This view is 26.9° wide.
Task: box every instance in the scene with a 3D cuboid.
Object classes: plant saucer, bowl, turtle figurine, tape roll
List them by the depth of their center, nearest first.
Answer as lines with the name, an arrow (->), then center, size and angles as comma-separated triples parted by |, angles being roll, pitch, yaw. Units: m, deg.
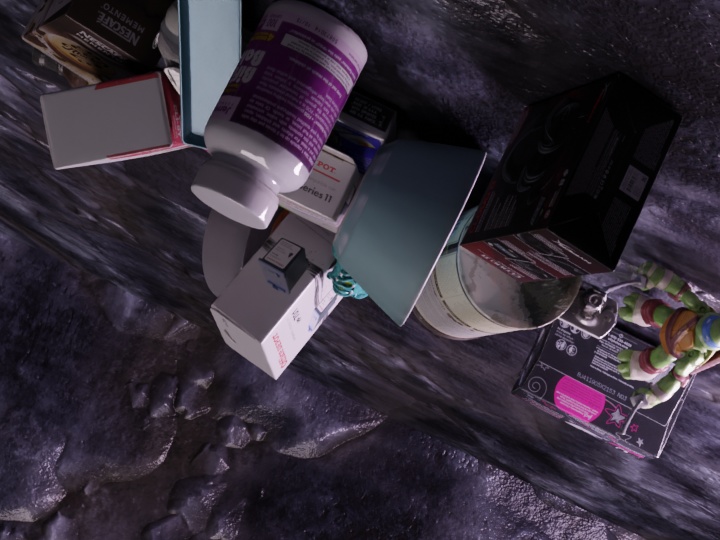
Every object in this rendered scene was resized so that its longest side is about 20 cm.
plant saucer -> -0.147, -0.207, 1.499 | 0.069, 0.019, 0.202 | 14, 130, 14
bowl -> 0.041, -0.055, 1.555 | 0.104, 0.202, 0.201 | 27, 168, -1
turtle figurine -> 0.311, 0.070, 1.657 | 0.145, 0.199, 0.194 | 61, 171, 1
tape roll -> -0.117, -0.047, 1.924 | 0.066, 0.202, 0.200 | 20, 167, 26

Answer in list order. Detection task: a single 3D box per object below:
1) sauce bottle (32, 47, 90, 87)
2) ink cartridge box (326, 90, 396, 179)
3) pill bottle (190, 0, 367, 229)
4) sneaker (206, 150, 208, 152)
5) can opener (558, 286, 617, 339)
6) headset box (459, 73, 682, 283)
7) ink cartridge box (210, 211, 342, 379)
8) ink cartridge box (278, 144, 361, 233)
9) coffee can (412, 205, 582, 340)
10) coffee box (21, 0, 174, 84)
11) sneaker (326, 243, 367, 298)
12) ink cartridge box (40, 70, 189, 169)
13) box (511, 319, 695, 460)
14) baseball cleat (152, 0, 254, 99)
sauce bottle -> -0.317, -0.240, 1.880 | 0.198, 0.065, 0.065 | 25, 168, 12
ink cartridge box -> -0.053, -0.167, 1.665 | 0.196, 0.044, 0.200 | 25, 166, 6
pill bottle -> -0.082, -0.147, 1.437 | 0.111, 0.202, 0.112 | 25, 168, 6
sneaker -> -0.126, -0.156, 1.825 | 0.198, 0.080, 0.095 | 27, 179, 8
can opener -> 0.223, 0.025, 1.853 | 0.198, 0.054, 0.067 | 27, 167, 7
headset box -> 0.176, -0.074, 1.316 | 0.077, 0.150, 0.200 | 30, 168, -16
ink cartridge box -> -0.080, 0.014, 1.827 | 0.085, 0.201, 0.147 | 34, 165, 15
ink cartridge box -> -0.064, -0.102, 1.636 | 0.116, 0.068, 0.200 | 25, 176, 5
coffee can -> 0.144, 0.000, 1.690 | 0.145, 0.148, 0.200 | 29, 168, -11
coffee box -> -0.285, -0.269, 1.649 | 0.112, 0.080, 0.199 | 32, 167, -22
sneaker -> 0.000, 0.000, 1.742 | 0.078, 0.080, 0.200 | 48, -178, 13
ink cartridge box -> -0.241, -0.169, 1.666 | 0.143, 0.085, 0.200 | -10, -175, 16
box -> 0.315, 0.144, 1.965 | 0.198, 0.133, 0.115 | 27, 172, 2
baseball cleat -> -0.120, -0.199, 1.550 | 0.199, 0.070, 0.107 | 36, 127, -1
